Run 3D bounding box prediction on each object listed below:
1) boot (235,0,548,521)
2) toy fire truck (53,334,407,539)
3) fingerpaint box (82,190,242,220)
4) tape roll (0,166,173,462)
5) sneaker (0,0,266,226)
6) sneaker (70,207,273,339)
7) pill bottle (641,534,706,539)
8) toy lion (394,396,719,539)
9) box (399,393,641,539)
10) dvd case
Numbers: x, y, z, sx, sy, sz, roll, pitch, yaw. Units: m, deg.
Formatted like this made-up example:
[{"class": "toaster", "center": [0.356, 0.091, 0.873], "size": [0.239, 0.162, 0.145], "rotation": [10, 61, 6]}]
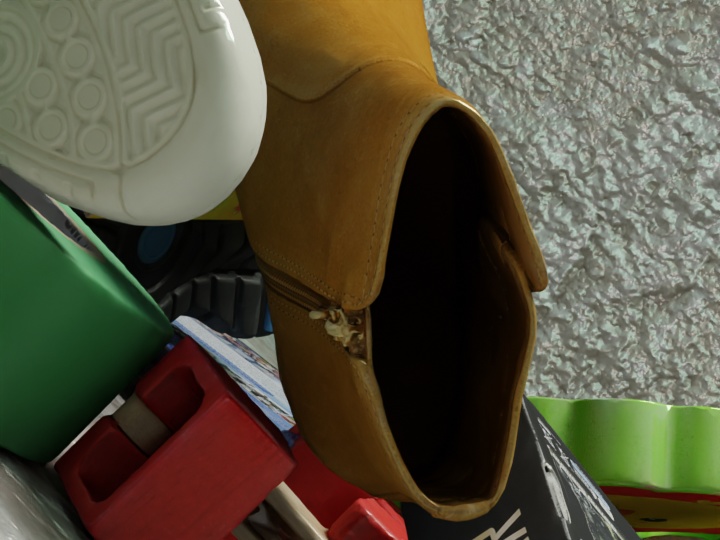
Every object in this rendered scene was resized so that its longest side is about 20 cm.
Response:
[{"class": "boot", "center": [0.002, -0.044, 0.571], "size": [0.144, 0.071, 0.202], "rotation": [-177, -102, -76]}, {"class": "toy fire truck", "center": [-0.024, 0.071, 0.654], "size": [0.141, 0.049, 0.200], "rotation": [45, -1, -14]}, {"class": "fingerpaint box", "center": [-0.078, -0.100, 0.813], "size": [0.167, 0.073, 0.200], "rotation": [50, 16, 12]}, {"class": "tape roll", "center": [-0.134, -0.037, 0.589], "size": [0.200, 0.048, 0.200], "rotation": [44, -2, 2]}, {"class": "sneaker", "center": [-0.075, -0.068, 0.583], "size": [0.200, 0.077, 0.111], "rotation": [36, 4, 32]}, {"class": "sneaker", "center": [-0.092, -0.016, 0.868], "size": [0.082, 0.073, 0.200], "rotation": [33, 9, 27]}, {"class": "pill bottle", "center": [0.137, 0.188, 0.772], "size": [0.200, 0.113, 0.113], "rotation": [44, -1, -26]}, {"class": "toy lion", "center": [0.092, 0.076, 0.810], "size": [0.200, 0.069, 0.191], "rotation": [13, -16, -38]}, {"class": "box", "center": [0.091, 0.146, 0.589], "size": [0.200, 0.043, 0.160], "rotation": [50, 12, -26]}, {"class": "dvd case", "center": [-0.052, 0.049, 0.968], "size": [0.143, 0.018, 0.200], "rotation": [36, 2, 22]}]
